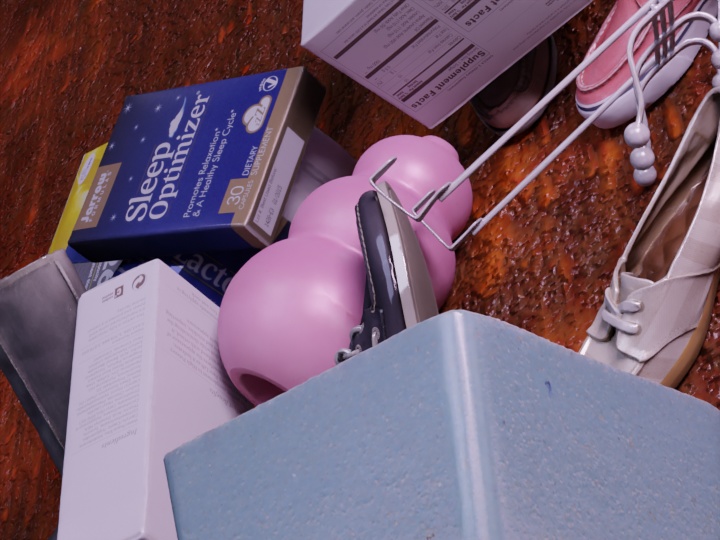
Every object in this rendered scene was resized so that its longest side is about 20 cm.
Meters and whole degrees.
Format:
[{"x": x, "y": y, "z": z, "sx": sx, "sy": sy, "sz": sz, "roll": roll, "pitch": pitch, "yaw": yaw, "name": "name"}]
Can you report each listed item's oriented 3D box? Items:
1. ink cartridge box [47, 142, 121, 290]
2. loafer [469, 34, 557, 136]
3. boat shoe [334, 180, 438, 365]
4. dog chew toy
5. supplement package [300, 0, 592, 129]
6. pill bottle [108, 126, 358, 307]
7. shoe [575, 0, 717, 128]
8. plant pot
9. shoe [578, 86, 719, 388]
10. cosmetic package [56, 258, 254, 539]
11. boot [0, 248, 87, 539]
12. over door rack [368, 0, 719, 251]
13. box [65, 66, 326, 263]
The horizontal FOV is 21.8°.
[{"x": -0.183, "y": -0.039, "z": 1.511, "sx": 0.200, "sy": 0.047, "sz": 0.198, "roll": -24, "pitch": 40, "yaw": 45, "name": "ink cartridge box"}, {"x": 0.083, "y": -0.169, "z": 1.247, "sx": 0.072, "sy": 0.063, "sz": 0.200, "roll": -36, "pitch": 34, "yaw": 27, "name": "loafer"}, {"x": 0.013, "y": 0.050, "z": 1.032, "sx": 0.063, "sy": 0.073, "sz": 0.200, "roll": -14, "pitch": 77, "yaw": 13, "name": "boat shoe"}, {"x": 0.000, "y": 0.000, "z": 1.141, "sx": 0.124, "sy": 0.125, "sz": 0.200, "roll": -1, "pitch": 50, "yaw": 54, "name": "dog chew toy"}, {"x": 0.054, "y": -0.222, "z": 1.170, "sx": 0.156, "sy": 0.111, "sz": 0.200, "roll": -37, "pitch": 36, "yaw": 36, "name": "supplement package"}, {"x": -0.090, "y": -0.013, "z": 1.277, "sx": 0.200, "sy": 0.116, "sz": 0.116, "roll": -57, "pitch": 30, "yaw": -4, "name": "pill bottle"}, {"x": 0.175, "y": -0.187, "z": 1.106, "sx": 0.200, "sy": 0.091, "sz": 0.071, "roll": -52, "pitch": 30, "yaw": 3, "name": "shoe"}, {"x": 0.047, "y": 0.164, "z": 0.836, "sx": 0.196, "sy": 0.196, "sz": 0.200, "roll": -28, "pitch": 55, "yaw": 37, "name": "plant pot"}, {"x": 0.159, "y": -0.006, "z": 0.979, "sx": 0.200, "sy": 0.053, "sz": 0.070, "roll": -58, "pitch": 30, "yaw": -8, "name": "shoe"}, {"x": -0.119, "y": 0.104, "z": 1.110, "sx": 0.074, "sy": 0.102, "sz": 0.200, "roll": -25, "pitch": 44, "yaw": 27, "name": "cosmetic package"}, {"x": -0.201, "y": 0.103, "z": 1.227, "sx": 0.182, "sy": 0.200, "sz": 0.073, "roll": -32, "pitch": 7, "yaw": 35, "name": "boot"}, {"x": 0.114, "y": -0.068, "z": 1.007, "sx": 0.200, "sy": 0.067, "sz": 0.148, "roll": -32, "pitch": -11, "yaw": 6, "name": "over door rack"}, {"x": -0.121, "y": -0.066, "z": 1.233, "sx": 0.200, "sy": 0.032, "sz": 0.121, "roll": -6, "pitch": 56, "yaw": 41, "name": "box"}]
